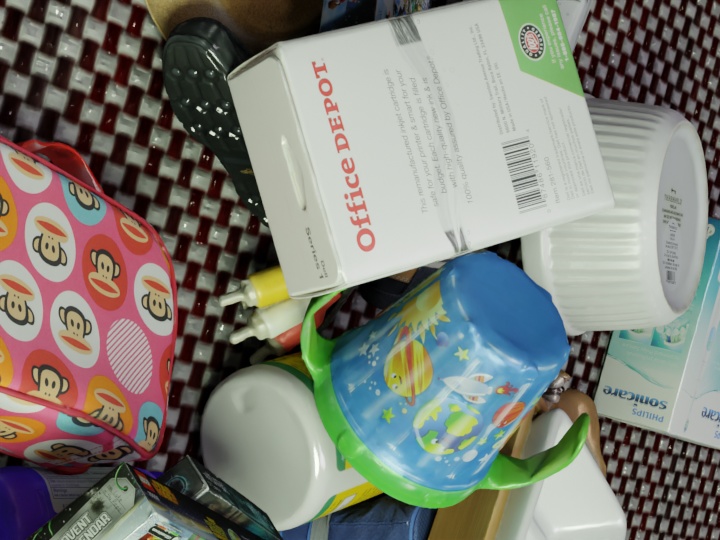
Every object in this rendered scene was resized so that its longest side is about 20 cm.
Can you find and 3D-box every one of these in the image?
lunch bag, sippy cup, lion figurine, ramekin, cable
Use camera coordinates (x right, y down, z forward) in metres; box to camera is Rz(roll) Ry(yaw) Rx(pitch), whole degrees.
[{"bbox_3d":[-0.182,0.008,0.993,0.200,0.082,0.176,36,48,-51],"label":"lunch bag"},{"bbox_3d":[0.059,0.061,1.146,0.178,0.140,0.130,7,137,-39],"label":"sippy cup"},{"bbox_3d":[0.163,0.127,1.525,0.200,0.072,0.123,24,68,-67],"label":"lion figurine"},{"bbox_3d":[0.213,-0.045,1.457,0.200,0.105,0.200,3,90,-65],"label":"ramekin"},{"bbox_3d":[0.000,0.000,1.214,0.200,0.050,0.097,-27,140,-4],"label":"cable"},{"bbox_3d":[0.024,0.224,1.307,0.200,0.132,0.136,0,85,-58],"label":"lunch bag"}]

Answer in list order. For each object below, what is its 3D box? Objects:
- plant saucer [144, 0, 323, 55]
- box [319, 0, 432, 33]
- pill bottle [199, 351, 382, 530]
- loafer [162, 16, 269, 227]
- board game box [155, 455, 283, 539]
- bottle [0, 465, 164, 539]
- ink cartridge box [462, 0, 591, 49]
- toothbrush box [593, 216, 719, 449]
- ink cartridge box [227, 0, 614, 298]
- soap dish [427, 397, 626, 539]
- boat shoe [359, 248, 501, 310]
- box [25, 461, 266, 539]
[{"bbox_3d":[-0.062,-0.220,1.140,0.200,0.035,0.200,-21,117,-48],"label":"plant saucer"},{"bbox_3d":[0.011,-0.161,1.190,0.137,0.038,0.200,30,67,-72],"label":"box"},{"bbox_3d":[-0.007,0.104,1.248,0.200,0.113,0.113,-14,112,-50],"label":"pill bottle"},{"bbox_3d":[-0.067,-0.100,1.149,0.201,0.068,0.070,57,48,-51],"label":"loafer"},{"bbox_3d":[-0.151,0.195,1.053,0.200,0.028,0.135,-37,153,1],"label":"board game box"},{"bbox_3d":[-0.159,0.155,1.090,0.200,0.083,0.065,8,58,-53],"label":"bottle"},{"bbox_3d":[0.114,-0.173,1.298,0.145,0.083,0.200,90,22,-75],"label":"ink cartridge box"},{"bbox_3d":[0.306,0.056,1.664,0.146,0.085,0.200,18,86,-54],"label":"toothbrush box"},{"bbox_3d":[0.036,-0.078,1.078,0.200,0.084,0.146,-16,90,-28],"label":"ink cartridge box"},{"bbox_3d":[0.109,0.207,1.245,0.157,0.081,0.200,58,40,-36],"label":"soap dish"},{"bbox_3d":[0.059,0.006,1.336,0.200,0.075,0.062,6,109,-60],"label":"boat shoe"},{"bbox_3d":[-0.129,0.185,0.990,0.137,0.040,0.200,-39,150,3],"label":"box"}]
